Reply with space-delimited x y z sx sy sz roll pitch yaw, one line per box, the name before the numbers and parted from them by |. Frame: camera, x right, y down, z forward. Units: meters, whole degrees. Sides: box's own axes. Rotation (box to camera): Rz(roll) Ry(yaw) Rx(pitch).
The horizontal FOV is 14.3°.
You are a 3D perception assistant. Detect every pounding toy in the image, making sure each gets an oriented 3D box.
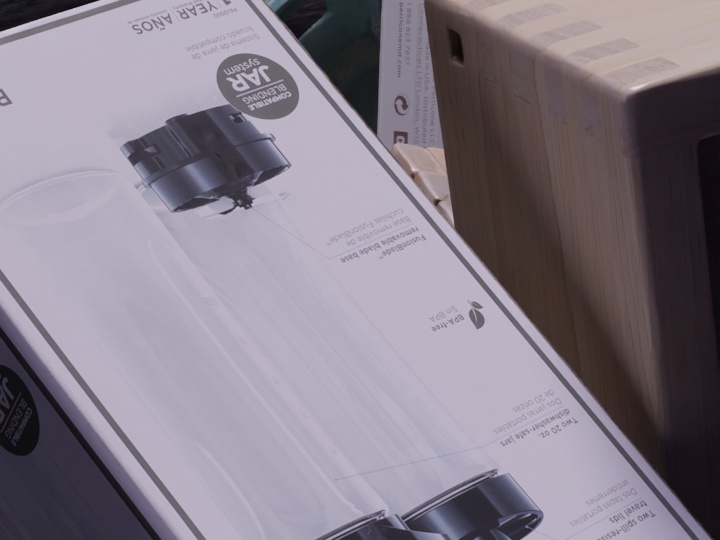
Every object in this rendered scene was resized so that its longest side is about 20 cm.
pounding toy | 0.127 -0.002 0.707 0.200 0.184 0.142 -17 25 -20

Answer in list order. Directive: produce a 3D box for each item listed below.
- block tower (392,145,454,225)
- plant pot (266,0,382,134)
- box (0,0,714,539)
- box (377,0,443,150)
block tower | 0.000 0.000 0.749 0.200 0.058 0.054 9 25 -27
plant pot | 0.008 -0.082 1.158 0.200 0.201 0.196 -13 19 0
box | -0.020 0.037 0.602 0.117 0.200 0.060 -25 -23 -42
box | 0.118 -0.045 0.944 0.200 0.098 0.124 8 9 44
